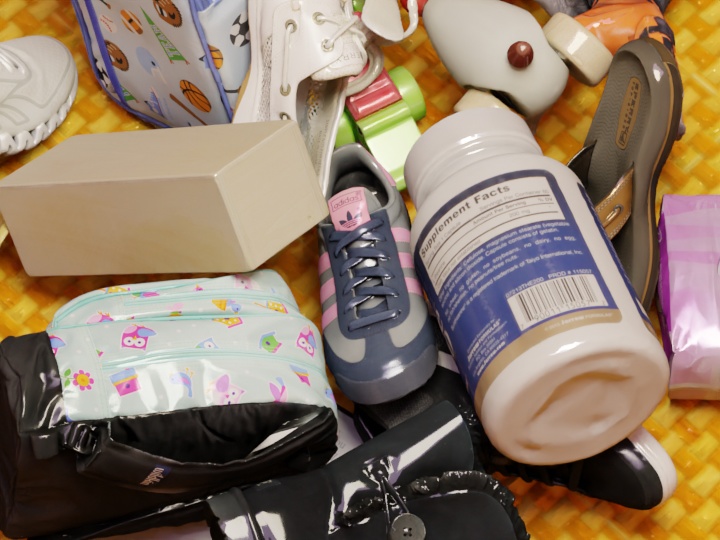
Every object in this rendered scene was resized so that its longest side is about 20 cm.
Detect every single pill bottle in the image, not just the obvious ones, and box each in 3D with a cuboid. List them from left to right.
[{"bbox_3d":[0.093,0.004,1.614,0.111,0.111,0.200,-16,52,-8],"label":"pill bottle"}]

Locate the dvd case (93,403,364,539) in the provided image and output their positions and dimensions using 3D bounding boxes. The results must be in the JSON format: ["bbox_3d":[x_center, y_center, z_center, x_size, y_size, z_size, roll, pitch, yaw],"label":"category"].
[{"bbox_3d":[-0.096,0.141,1.671,0.143,0.018,0.200,31,67,14],"label":"dvd case"}]

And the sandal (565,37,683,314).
[{"bbox_3d":[0.145,-0.042,1.687,0.054,0.200,0.082,-1,23,-32],"label":"sandal"}]

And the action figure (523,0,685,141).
[{"bbox_3d":[0.142,-0.160,1.802,0.200,0.105,0.194,-6,52,30],"label":"action figure"}]

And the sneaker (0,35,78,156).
[{"bbox_3d":[-0.244,-0.112,1.733,0.075,0.081,0.200,31,37,23],"label":"sneaker"}]

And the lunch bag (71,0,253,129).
[{"bbox_3d":[-0.119,-0.159,1.721,0.160,0.200,0.076,29,60,31],"label":"lunch bag"}]

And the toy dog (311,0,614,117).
[{"bbox_3d":[0.056,-0.156,1.702,0.200,0.096,0.132,21,77,14],"label":"toy dog"}]

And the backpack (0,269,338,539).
[{"bbox_3d":[-0.112,0.078,1.609,0.200,0.167,0.127,-9,68,-17],"label":"backpack"}]

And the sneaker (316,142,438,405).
[{"bbox_3d":[0.000,0.000,1.661,0.070,0.082,0.200,-18,32,4],"label":"sneaker"}]

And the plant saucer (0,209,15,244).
[{"bbox_3d":[-0.339,0.008,1.721,0.200,0.048,0.200,25,66,11],"label":"plant saucer"}]

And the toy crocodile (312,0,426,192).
[{"bbox_3d":[-0.009,-0.135,1.786,0.067,0.062,0.200,-22,66,-10],"label":"toy crocodile"}]

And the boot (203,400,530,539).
[{"bbox_3d":[0.021,0.188,1.565,0.168,0.076,0.201,-19,84,-11],"label":"boot"}]

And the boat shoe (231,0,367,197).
[{"bbox_3d":[-0.025,-0.131,1.655,0.069,0.200,0.071,23,23,35],"label":"boat shoe"}]

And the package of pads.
[{"bbox_3d":[0.279,0.017,1.702,0.199,0.076,0.121,0,62,0],"label":"package of pads"}]

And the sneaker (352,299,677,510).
[{"bbox_3d":[0.078,0.108,1.651,0.200,0.073,0.112,32,56,25],"label":"sneaker"}]

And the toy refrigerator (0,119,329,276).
[{"bbox_3d":[-0.120,-0.039,1.667,0.200,0.070,0.076,-1,27,43],"label":"toy refrigerator"}]
